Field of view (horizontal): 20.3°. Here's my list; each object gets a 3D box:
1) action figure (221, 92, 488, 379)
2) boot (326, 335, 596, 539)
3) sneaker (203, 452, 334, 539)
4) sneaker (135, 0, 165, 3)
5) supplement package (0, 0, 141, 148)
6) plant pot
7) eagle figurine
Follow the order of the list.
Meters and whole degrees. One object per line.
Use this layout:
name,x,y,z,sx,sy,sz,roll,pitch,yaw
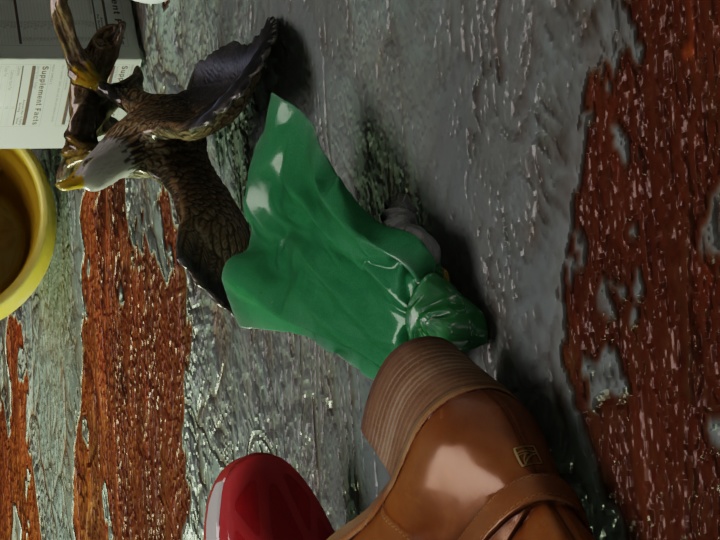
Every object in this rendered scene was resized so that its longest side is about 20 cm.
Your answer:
action figure,0.000,0.000,0.909,0.200,0.054,0.119,-145,56,-59
boot,0.037,0.144,0.788,0.155,0.073,0.202,-128,37,-54
sneaker,-0.008,0.170,0.951,0.115,0.078,0.202,-41,65,56
sneaker,-0.137,-0.271,1.262,0.071,0.072,0.202,146,120,-72
supplement package,-0.272,-0.164,1.484,0.110,0.198,0.115,115,148,-53
plant pot,-0.374,-0.036,1.849,0.189,0.199,0.203,107,158,-81
eagle figurine,-0.105,-0.070,1.157,0.199,0.152,0.152,20,158,40
